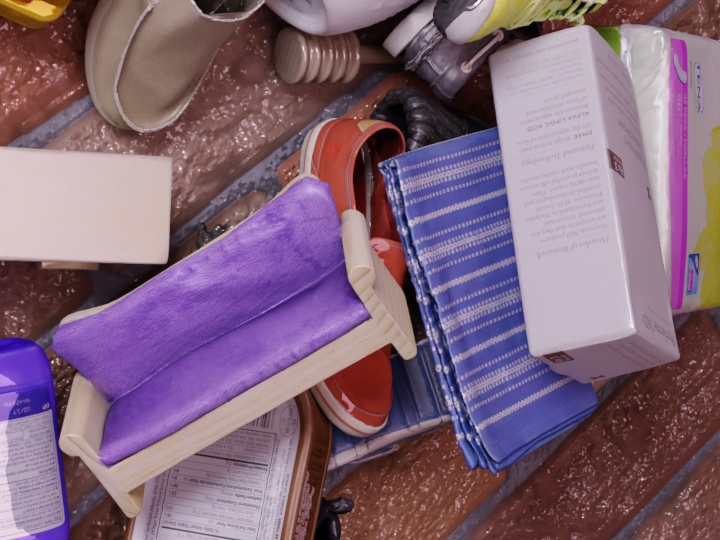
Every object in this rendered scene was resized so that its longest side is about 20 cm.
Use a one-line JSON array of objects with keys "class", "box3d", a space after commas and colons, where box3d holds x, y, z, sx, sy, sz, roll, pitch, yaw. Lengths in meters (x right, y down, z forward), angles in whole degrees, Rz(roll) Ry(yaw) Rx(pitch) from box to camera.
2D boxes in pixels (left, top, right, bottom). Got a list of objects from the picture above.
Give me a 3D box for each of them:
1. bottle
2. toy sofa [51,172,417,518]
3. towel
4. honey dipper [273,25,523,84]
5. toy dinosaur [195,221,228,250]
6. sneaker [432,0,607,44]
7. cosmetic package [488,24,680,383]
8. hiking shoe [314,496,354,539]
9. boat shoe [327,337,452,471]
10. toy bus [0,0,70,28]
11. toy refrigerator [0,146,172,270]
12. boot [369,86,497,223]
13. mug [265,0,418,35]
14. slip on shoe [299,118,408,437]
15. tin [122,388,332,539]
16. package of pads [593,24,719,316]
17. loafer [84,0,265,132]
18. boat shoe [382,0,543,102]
[{"class": "bottle", "box3d": [-0.209, 0.142, 0.927, 0.083, 0.065, 0.201, -9, 98, -24]}, {"class": "toy sofa", "box3d": [-0.076, 0.040, 0.902, 0.200, 0.083, 0.098, -30, 113, 9]}, {"class": "towel", "box3d": [0.086, 0.013, 1.008, 0.145, 0.024, 0.201, -20, 94, -49]}, {"class": "honey dipper", "box3d": [0.036, -0.142, 1.078, 0.200, 0.038, 0.038, -4, 95, -34]}, {"class": "toy dinosaur", "box3d": [-0.065, 0.014, 1.021, 0.199, 0.047, 0.088, -6, 103, -28]}, {"class": "sneaker", "box3d": [0.117, -0.184, 0.986, 0.076, 0.075, 0.200, 49, 48, -2]}, {"class": "cosmetic package", "box3d": [0.140, -0.039, 1.010, 0.102, 0.074, 0.201, 25, 53, -61]}, {"class": "hiking shoe", "box3d": [-0.069, 0.222, 0.997, 0.076, 0.101, 0.201, 24, 81, -29]}, {"class": "boat shoe", "box3d": [-0.009, 0.097, 1.034, 0.199, 0.072, 0.072, -11, 71, -5]}, {"class": "toy bus", "box3d": [-0.141, -0.236, 0.828, 0.136, 0.192, 0.200, 30, 79, -31]}, {"class": "toy refrigerator", "box3d": [-0.212, -0.035, 0.908, 0.200, 0.076, 0.070, 1, 93, -32]}, {"class": "boot", "box3d": [0.066, -0.006, 1.075, 0.158, 0.079, 0.212, 10, 77, -38]}, {"class": "mug", "box3d": [0.013, -0.239, 0.964, 0.148, 0.200, 0.175, 44, 74, 1]}, {"class": "slip on shoe", "box3d": [0.000, 0.000, 0.981, 0.074, 0.061, 0.201, 15, 69, -46]}, {"class": "tin", "box3d": [-0.083, 0.142, 0.967, 0.042, 0.112, 0.201, 34, 63, -65]}, {"class": "package of pads", "box3d": [0.214, -0.068, 1.141, 0.154, 0.068, 0.201, -6, 97, -59]}, {"class": "loafer", "box3d": [-0.098, -0.154, 0.924, 0.076, 0.068, 0.200, -7, 135, -41]}, {"class": "boat shoe", "box3d": [0.098, -0.176, 1.069, 0.060, 0.074, 0.200, 50, 50, 1]}]
